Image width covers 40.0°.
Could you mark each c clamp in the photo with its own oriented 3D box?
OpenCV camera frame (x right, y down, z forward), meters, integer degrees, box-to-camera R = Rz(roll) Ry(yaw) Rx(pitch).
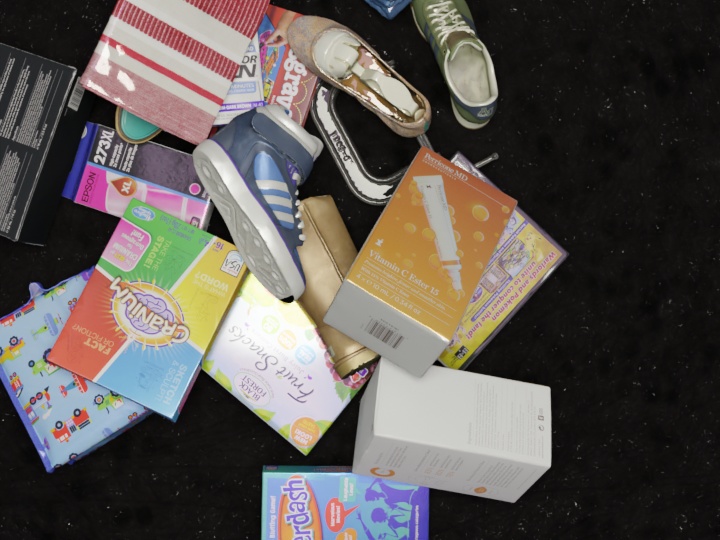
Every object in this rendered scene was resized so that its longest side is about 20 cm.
[{"bbox_3d":[0.041,-0.170,1.186,0.170,0.027,0.201,-34,94,3],"label":"c clamp"}]

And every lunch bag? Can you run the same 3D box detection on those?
[{"bbox_3d":[-0.330,0.102,1.134,0.150,0.094,0.201,-31,86,-3],"label":"lunch bag"}]

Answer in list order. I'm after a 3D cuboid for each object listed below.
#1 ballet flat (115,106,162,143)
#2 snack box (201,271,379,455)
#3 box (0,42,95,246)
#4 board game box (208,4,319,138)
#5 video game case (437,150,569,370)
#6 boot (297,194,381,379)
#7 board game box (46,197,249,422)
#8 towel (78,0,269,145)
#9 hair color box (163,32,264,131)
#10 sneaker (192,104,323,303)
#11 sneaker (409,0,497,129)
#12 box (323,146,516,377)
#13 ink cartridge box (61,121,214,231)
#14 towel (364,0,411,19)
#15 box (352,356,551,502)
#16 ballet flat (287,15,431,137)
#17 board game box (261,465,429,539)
[{"bbox_3d":[-0.227,-0.236,1.146,0.068,0.063,0.201,33,81,-32],"label":"ballet flat"},{"bbox_3d":[-0.096,0.096,1.162,0.200,0.053,0.143,40,88,-3],"label":"snack box"},{"bbox_3d":[-0.400,-0.146,1.117,0.140,0.079,0.202,20,89,6],"label":"box"},{"bbox_3d":[-0.108,-0.208,1.169,0.102,0.019,0.202,18,89,3],"label":"board game box"},{"bbox_3d":[0.115,-0.007,1.177,0.181,0.026,0.200,42,95,-3],"label":"video game case"},{"bbox_3d":[0.000,0.000,1.133,0.174,0.066,0.201,-25,79,-19],"label":"boot"},{"bbox_3d":[-0.227,0.042,1.088,0.152,0.040,0.201,24,75,1],"label":"board game box"},{"bbox_3d":[-0.190,-0.252,1.047,0.143,0.023,0.201,26,86,-23],"label":"towel"},{"bbox_3d":[-0.173,-0.261,1.098,0.108,0.065,0.202,-9,98,-23],"label":"hair color box"},{"bbox_3d":[-0.078,-0.084,1.080,0.146,0.080,0.201,-35,99,-29],"label":"sneaker"},{"bbox_3d":[0.115,-0.268,1.154,0.067,0.090,0.202,-20,91,-3],"label":"sneaker"},{"bbox_3d":[0.065,-0.011,1.060,0.124,0.098,0.201,30,57,0],"label":"box"},{"bbox_3d":[-0.264,-0.107,1.150,0.198,0.037,0.096,18,92,4],"label":"ink cartridge box"},{"bbox_3d":[0.065,-0.398,1.155,0.112,0.049,0.200,41,89,25],"label":"towel"},{"bbox_3d":[0.102,0.183,1.123,0.198,0.125,0.098,11,57,-7],"label":"box"},{"bbox_3d":[0.003,-0.228,1.129,0.199,0.067,0.068,34,90,-6],"label":"ballet flat"},{"bbox_3d":[-0.019,0.310,1.173,0.198,0.045,0.154,0,90,-4],"label":"board game box"}]
